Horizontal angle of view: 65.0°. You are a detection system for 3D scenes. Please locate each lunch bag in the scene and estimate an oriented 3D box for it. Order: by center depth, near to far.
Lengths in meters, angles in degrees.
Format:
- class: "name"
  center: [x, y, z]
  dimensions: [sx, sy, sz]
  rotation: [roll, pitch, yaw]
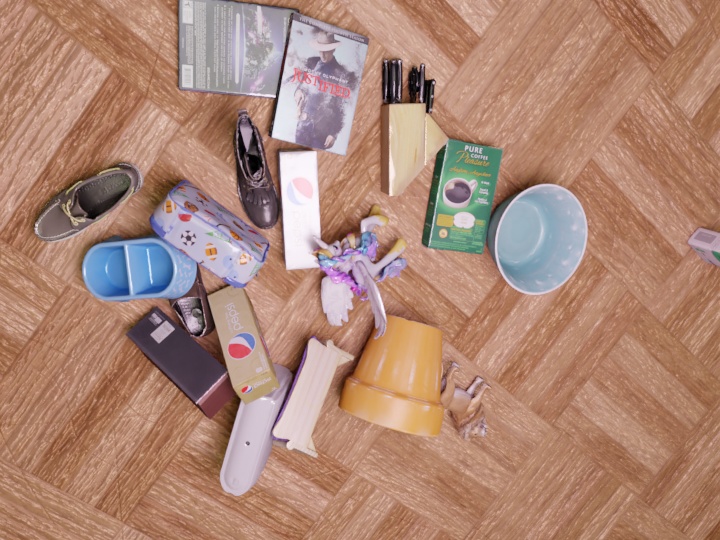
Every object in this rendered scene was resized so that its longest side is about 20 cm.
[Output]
- class: "lunch bag"
  center: [-0.240, -0.059, 0.936]
  dimensions: [0.199, 0.161, 0.076]
  rotation: [39, 101, -15]

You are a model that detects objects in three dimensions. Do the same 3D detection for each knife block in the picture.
- class: "knife block"
  center: [0.063, -0.262, 1.003]
  dimensions: [0.175, 0.064, 0.201]
  rotation: [42, 92, -18]

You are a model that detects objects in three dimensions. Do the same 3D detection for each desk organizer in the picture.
- class: "desk organizer"
  center: [-0.306, 0.159, 0.972]
  dimensions: [0.072, 0.198, 0.078]
  rotation: [-44, 152, -24]

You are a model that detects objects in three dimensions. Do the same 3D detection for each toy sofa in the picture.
- class: "toy sofa"
  center: [-0.098, 0.226, 1.032]
  dimensions: [0.096, 0.082, 0.204]
  rotation: [28, 69, -20]

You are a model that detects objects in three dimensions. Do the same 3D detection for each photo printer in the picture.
- class: "photo printer"
  center: [-0.190, 0.290, 1.026]
  dimensions: [0.068, 0.166, 0.205]
  rotation: [18, 100, 2]

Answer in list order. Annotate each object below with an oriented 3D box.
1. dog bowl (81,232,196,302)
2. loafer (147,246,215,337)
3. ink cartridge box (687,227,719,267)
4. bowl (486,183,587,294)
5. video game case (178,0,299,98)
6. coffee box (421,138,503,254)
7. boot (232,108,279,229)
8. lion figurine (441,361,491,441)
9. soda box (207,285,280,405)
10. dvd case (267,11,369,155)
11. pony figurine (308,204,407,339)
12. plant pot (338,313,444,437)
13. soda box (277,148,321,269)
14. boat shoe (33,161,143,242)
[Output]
- class: "dog bowl"
  center: [-0.370, -0.003, 0.933]
  dimensions: [0.194, 0.050, 0.115]
  rotation: [-4, 95, 13]
- class: "loafer"
  center: [-0.306, 0.030, 0.984]
  dimensions: [0.072, 0.071, 0.204]
  rotation: [-26, 107, -5]
- class: "ink cartridge box"
  center: [0.807, 0.001, 1.182]
  dimensions: [0.199, 0.161, 0.050]
  rotation: [40, 95, -19]
- class: "bowl"
  center: [0.321, -0.068, 1.082]
  dimensions: [0.195, 0.105, 0.207]
  rotation: [-4, 105, -15]
- class: "video game case"
  center: [-0.202, -0.368, 0.941]
  dimensions: [0.194, 0.019, 0.147]
  rotation: [1, 103, -14]
- class: "coffee box"
  center: [0.192, -0.139, 1.071]
  dimensions: [0.119, 0.044, 0.206]
  rotation: [5, 102, -14]
- class: "boot"
  center: [-0.174, -0.153, 0.916]
  dimensions: [0.067, 0.174, 0.206]
  rotation: [-15, 106, -8]
- class: "lion figurine"
  center: [0.194, 0.262, 1.145]
  dimensions: [0.198, 0.072, 0.124]
  rotation: [33, 93, -26]
- class: "soda box"
  center: [-0.201, 0.118, 0.963]
  dimensions: [0.066, 0.202, 0.065]
  rotation: [-24, 141, -6]
- class: "dvd case"
  center: [-0.070, -0.314, 0.971]
  dimensions: [0.142, 0.022, 0.206]
  rotation: [9, 100, -24]
- class: "pony figurine"
  center: [0.000, 0.000, 1.001]
  dimensions: [0.198, 0.164, 0.198]
  rotation: [-33, 113, -40]
- class: "plant pot"
  center: [0.073, 0.187, 1.057]
  dimensions: [0.195, 0.200, 0.189]
  rotation: [16, 84, -16]
- class: "soda box"
  center: [-0.108, -0.109, 1.000]
  dimensions: [0.066, 0.064, 0.206]
  rotation: [-4, 104, -11]
- class: "boat shoe"
  center: [-0.450, -0.110, 0.924]
  dimensions: [0.199, 0.060, 0.073]
  rotation: [-33, 108, -3]
